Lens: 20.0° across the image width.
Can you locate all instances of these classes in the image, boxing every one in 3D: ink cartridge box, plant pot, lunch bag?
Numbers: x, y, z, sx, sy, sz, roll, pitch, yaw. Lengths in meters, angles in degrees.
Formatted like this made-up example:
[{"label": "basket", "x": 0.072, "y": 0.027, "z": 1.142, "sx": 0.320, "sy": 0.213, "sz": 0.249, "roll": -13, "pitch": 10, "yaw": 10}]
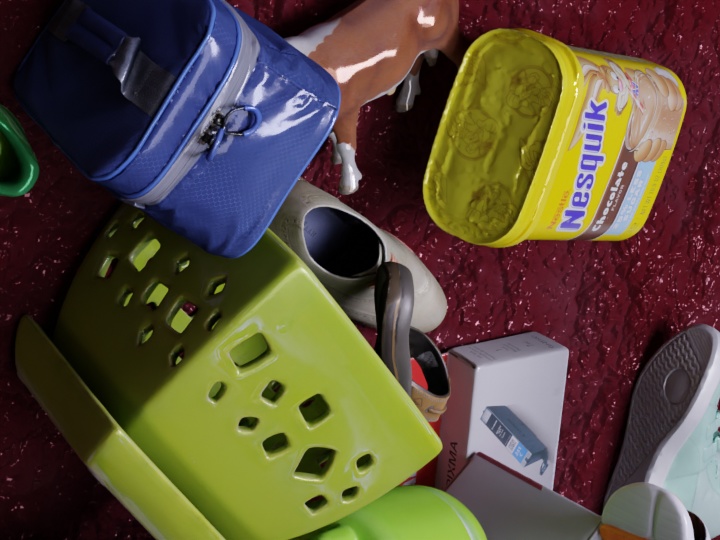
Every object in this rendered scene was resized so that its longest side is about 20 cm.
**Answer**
[{"label": "ink cartridge box", "x": 0.152, "y": 0.246, "z": 1.543, "sx": 0.083, "sy": 0.146, "sz": 0.200, "roll": -49, "pitch": 130, "yaw": -14}, {"label": "plant pot", "x": -0.099, "y": 0.074, "z": 1.327, "sx": 0.181, "sy": 0.200, "sz": 0.199, "roll": -42, "pitch": 127, "yaw": -5}, {"label": "lunch bag", "x": -0.118, "y": -0.107, "z": 1.233, "sx": 0.132, "sy": 0.200, "sz": 0.136, "roll": 30, "pitch": 95, "yaw": -36}, {"label": "ink cartridge box", "x": 0.071, "y": 0.158, "z": 1.572, "sx": 0.176, "sy": 0.045, "sz": 0.200, "roll": -9, "pitch": 113, "yaw": -33}]

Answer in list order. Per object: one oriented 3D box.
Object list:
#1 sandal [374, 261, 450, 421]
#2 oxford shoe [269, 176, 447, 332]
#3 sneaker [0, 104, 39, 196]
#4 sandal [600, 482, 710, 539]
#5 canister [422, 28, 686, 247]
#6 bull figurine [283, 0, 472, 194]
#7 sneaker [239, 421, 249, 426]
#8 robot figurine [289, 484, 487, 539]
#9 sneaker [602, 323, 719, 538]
[{"label": "sandal", "x": 0.037, "y": 0.069, "z": 1.436, "sx": 0.054, "sy": 0.082, "sz": 0.200, "roll": -5, "pitch": 135, "yaw": -4}, {"label": "oxford shoe", "x": 0.000, "y": 0.000, "z": 1.438, "sx": 0.200, "sy": 0.074, "sz": 0.071, "roll": 31, "pitch": 88, "yaw": -39}, {"label": "sneaker", "x": -0.269, "y": -0.100, "z": 1.203, "sx": 0.200, "sy": 0.084, "sz": 0.074, "roll": 24, "pitch": 94, "yaw": -38}, {"label": "sandal", "x": 0.219, "y": 0.223, "z": 1.448, "sx": 0.059, "sy": 0.079, "sz": 0.207, "roll": -31, "pitch": 131, "yaw": -31}, {"label": "canister", "x": 0.145, "y": -0.091, "z": 1.462, "sx": 0.200, "sy": 0.086, "sz": 0.149, "roll": -1, "pitch": 113, "yaw": -56}, {"label": "bull figurine", "x": -0.006, "y": -0.132, "z": 1.389, "sx": 0.200, "sy": 0.065, "sz": 0.122, "roll": -35, "pitch": 128, "yaw": -19}, {"label": "sneaker", "x": -0.075, "y": 0.196, "z": 1.444, "sx": 0.084, "sy": 0.077, "sz": 0.200, "roll": 18, "pitch": 73, "yaw": -52}, {"label": "robot figurine", "x": 0.014, "y": 0.209, "z": 1.403, "sx": 0.116, "sy": 0.176, "sz": 0.200, "roll": -38, "pitch": 162, "yaw": 26}, {"label": "sneaker", "x": 0.283, "y": 0.136, "z": 1.691, "sx": 0.118, "sy": 0.074, "sz": 0.201, "roll": 6, "pitch": 115, "yaw": -30}]
